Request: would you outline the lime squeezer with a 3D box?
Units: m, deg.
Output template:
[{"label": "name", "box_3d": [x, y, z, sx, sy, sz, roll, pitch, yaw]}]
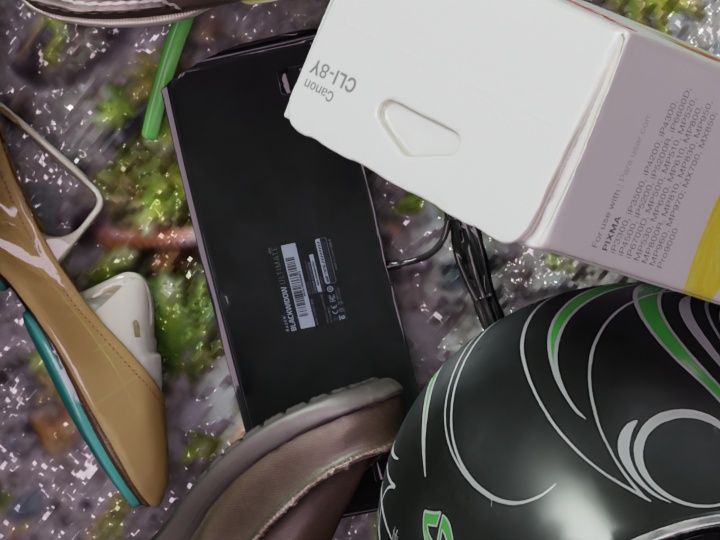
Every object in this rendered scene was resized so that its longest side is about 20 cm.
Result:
[{"label": "lime squeezer", "box_3d": [-0.031, -0.141, 1.199, 0.200, 0.038, 0.071, -39, 121, 8]}]

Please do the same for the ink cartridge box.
[{"label": "ink cartridge box", "box_3d": [0.096, -0.047, 1.081, 0.145, 0.200, 0.083, 29, 100, 45]}]

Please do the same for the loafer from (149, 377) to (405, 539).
[{"label": "loafer", "box_3d": [-0.042, 0.118, 1.184, 0.200, 0.073, 0.071, -45, 76, 27]}]

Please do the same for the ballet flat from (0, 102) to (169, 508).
[{"label": "ballet flat", "box_3d": [-0.121, 0.001, 1.201, 0.063, 0.069, 0.200, -34, 91, -6]}]

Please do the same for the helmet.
[{"label": "helmet", "box_3d": [0.105, 0.097, 1.113, 0.200, 0.191, 0.200, -6, 122, -10]}]

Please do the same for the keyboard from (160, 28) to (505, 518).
[{"label": "keyboard", "box_3d": [0.000, 0.000, 1.200, 0.127, 0.021, 0.200, -11, 99, 14]}]

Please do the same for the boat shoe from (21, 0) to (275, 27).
[{"label": "boat shoe", "box_3d": [-0.044, -0.136, 1.144, 0.200, 0.060, 0.072, -10, 99, 7]}]
